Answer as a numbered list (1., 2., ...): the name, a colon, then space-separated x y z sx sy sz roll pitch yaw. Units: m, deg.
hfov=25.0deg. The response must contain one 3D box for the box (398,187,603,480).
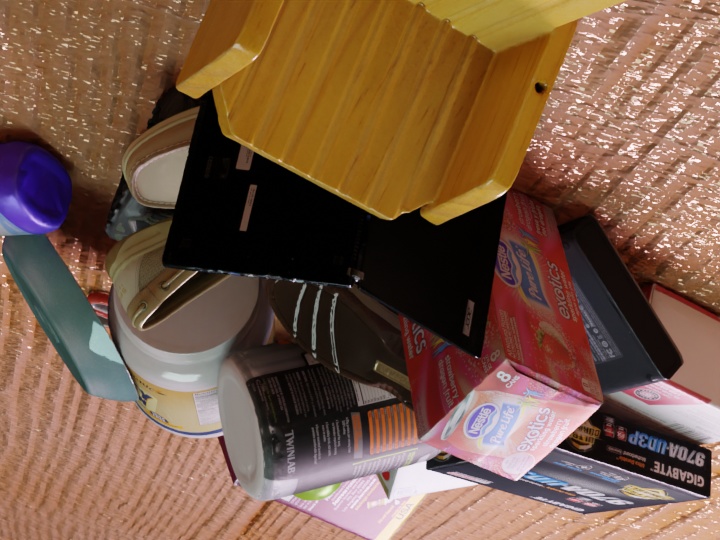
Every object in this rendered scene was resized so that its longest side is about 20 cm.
1. box: 0.093 0.035 1.171 0.095 0.201 0.100 25 127 -28

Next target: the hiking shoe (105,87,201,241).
1. hiking shoe: -0.132 -0.060 1.244 0.100 0.077 0.200 21 154 -13

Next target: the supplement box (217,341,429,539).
1. supplement box: -0.037 0.171 1.617 0.199 0.131 0.103 28 110 -32

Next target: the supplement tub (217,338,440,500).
1. supplement tub: -0.008 0.108 1.326 0.198 0.124 0.123 -11 164 -21

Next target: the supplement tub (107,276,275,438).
1. supplement tub: -0.144 0.051 1.414 0.142 0.146 0.200 10 156 3

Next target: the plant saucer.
1. plant saucer: -0.261 0.037 1.415 0.201 0.036 0.201 52 164 21

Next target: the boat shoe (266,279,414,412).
1. boat shoe: 0.021 0.050 1.263 0.201 0.075 0.075 35 125 9

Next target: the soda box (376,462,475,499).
1. soda box: 0.107 0.154 1.506 0.198 0.068 0.064 -6 133 -25

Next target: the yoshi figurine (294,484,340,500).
1. yoshi figurine: -0.030 0.125 1.438 0.111 0.201 0.113 26 141 15

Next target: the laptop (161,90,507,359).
1. laptop: -0.008 -0.053 1.073 0.197 0.179 0.104 6 156 12

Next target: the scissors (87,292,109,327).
1. scissors: -0.200 0.070 1.649 0.199 0.014 0.073 28 150 -30

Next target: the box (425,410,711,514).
1. box: 0.181 0.163 1.402 0.198 0.047 0.158 20 156 -34

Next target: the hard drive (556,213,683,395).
1. hard drive: 0.149 0.042 1.306 0.199 0.033 0.140 -21 106 54

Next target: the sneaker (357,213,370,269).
1. sneaker: 0.000 0.000 1.320 0.111 0.074 0.200 -4 151 35

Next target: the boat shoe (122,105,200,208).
1. boat shoe: -0.070 -0.074 1.129 0.197 0.067 0.075 -11 130 5

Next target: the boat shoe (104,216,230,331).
1. boat shoe: -0.087 -0.022 1.196 0.199 0.064 0.073 -23 157 -12

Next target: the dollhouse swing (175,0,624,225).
1. dollhouse swing: 0.042 -0.130 0.906 0.199 0.184 0.175 27 173 -30

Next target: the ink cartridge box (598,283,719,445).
1. ink cartridge box: 0.235 0.096 1.409 0.146 0.087 0.199 24 155 -27

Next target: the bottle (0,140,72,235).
1. bottle: -0.337 -0.064 1.348 0.198 0.066 0.084 -2 154 29
